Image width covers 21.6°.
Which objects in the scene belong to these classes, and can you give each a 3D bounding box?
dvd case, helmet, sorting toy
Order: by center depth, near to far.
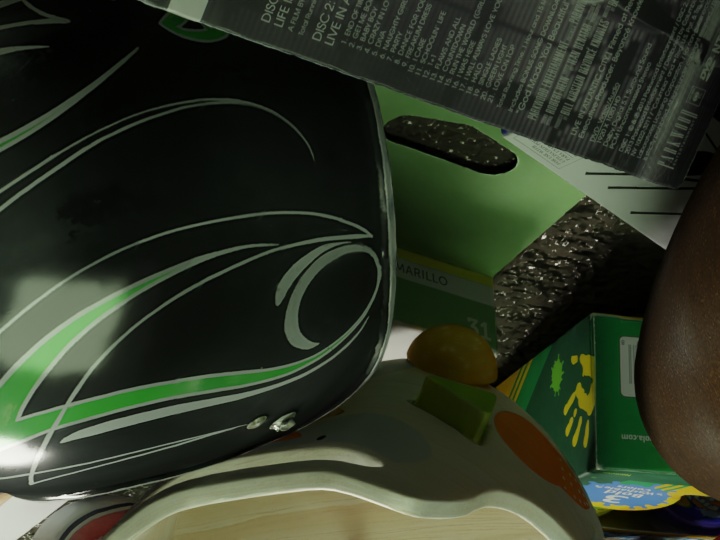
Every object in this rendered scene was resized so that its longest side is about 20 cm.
[{"bbox_3d":[0.046,-0.120,0.567,0.199,0.016,0.150,16,105,-28],"label":"dvd case"},{"bbox_3d":[-0.099,-0.021,0.631,0.189,0.201,0.200,-11,150,-16],"label":"helmet"},{"bbox_3d":[-0.019,0.084,0.724,0.199,0.108,0.180,-10,179,12],"label":"sorting toy"}]

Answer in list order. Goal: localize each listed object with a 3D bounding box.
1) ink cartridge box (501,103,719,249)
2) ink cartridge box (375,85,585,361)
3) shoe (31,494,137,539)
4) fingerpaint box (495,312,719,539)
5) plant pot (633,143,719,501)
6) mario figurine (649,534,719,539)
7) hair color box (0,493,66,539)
[{"bbox_3d":[0.150,-0.046,0.743,0.094,0.044,0.200,-25,142,34],"label":"ink cartridge box"},{"bbox_3d":[0.000,0.000,0.804,0.145,0.048,0.200,17,145,-27],"label":"ink cartridge box"},{"bbox_3d":[-0.068,0.160,0.928,0.091,0.072,0.200,6,168,37],"label":"shoe"},{"bbox_3d":[0.173,0.084,0.886,0.198,0.074,0.167,6,162,-13],"label":"fingerpaint box"},{"bbox_3d":[0.178,0.019,0.660,0.185,0.188,0.200,6,161,-14],"label":"plant pot"},{"bbox_3d":[0.129,0.181,0.885,0.199,0.124,0.106,-3,152,36],"label":"mario figurine"},{"bbox_3d":[-0.223,0.109,0.922,0.109,0.065,0.200,6,148,-39],"label":"hair color box"}]
